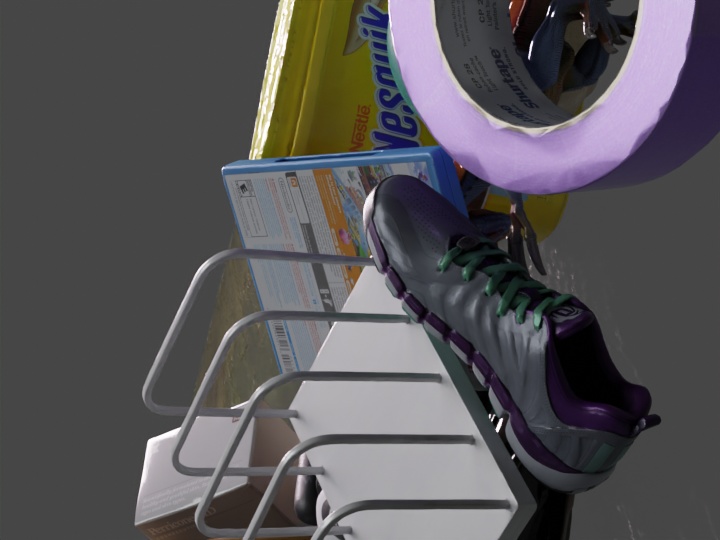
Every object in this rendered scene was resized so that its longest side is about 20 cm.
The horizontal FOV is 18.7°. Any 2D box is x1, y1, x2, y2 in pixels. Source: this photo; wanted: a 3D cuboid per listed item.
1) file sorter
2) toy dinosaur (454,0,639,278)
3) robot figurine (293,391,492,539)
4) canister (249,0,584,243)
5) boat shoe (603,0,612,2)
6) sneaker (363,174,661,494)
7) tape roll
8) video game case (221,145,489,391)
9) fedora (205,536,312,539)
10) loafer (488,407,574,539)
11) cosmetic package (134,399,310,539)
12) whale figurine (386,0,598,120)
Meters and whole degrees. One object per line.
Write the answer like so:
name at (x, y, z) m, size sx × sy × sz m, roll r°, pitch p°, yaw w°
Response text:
file sorter at (-0.021, 0.102, 1.200) m, size 0.139 × 0.124 × 0.201 m, roll -62°, pitch 40°, yaw 34°
toy dinosaur at (0.093, -0.092, 1.248) m, size 0.181 × 0.105 × 0.201 m, roll -33°, pitch 75°, yaw 36°
robot figurine at (0.035, 0.105, 1.383) m, size 0.151 × 0.124 × 0.201 m, roll 117°, pitch 163°, yaw -56°
canister at (0.039, -0.108, 1.411) m, size 0.087 × 0.198 × 0.150 m, roll 135°, pitch 146°, yaw -73°
boat shoe at (0.161, -0.252, 1.269) m, size 0.068 × 0.071 × 0.201 m, roll -87°, pitch 11°, yaw -55°
sneaker at (0.084, 0.017, 1.154) m, size 0.074 × 0.200 × 0.088 m, roll -31°, pitch -12°, yaw -38°
tape roll at (0.107, -0.141, 1.116) m, size 0.199 × 0.065 × 0.202 m, roll 6°, pitch 98°, yaw 44°
video game case at (0.000, 0.000, 1.305) m, size 0.199 × 0.018 × 0.144 m, roll 0°, pitch 110°, yaw 50°
fedora at (-0.097, 0.226, 1.448) m, size 0.201 × 0.199 × 0.083 m, roll 132°, pitch 131°, yaw -71°
loafer at (0.082, 0.161, 1.215) m, size 0.063 × 0.071 × 0.202 m, roll 160°, pitch 124°, yaw -72°
cosmetic package at (-0.062, 0.191, 1.582) m, size 0.106 × 0.200 × 0.091 m, roll -24°, pitch 42°, yaw 27°
whale figurine at (0.082, -0.160, 1.349) m, size 0.103 × 0.159 × 0.201 m, roll -25°, pitch 31°, yaw 38°
